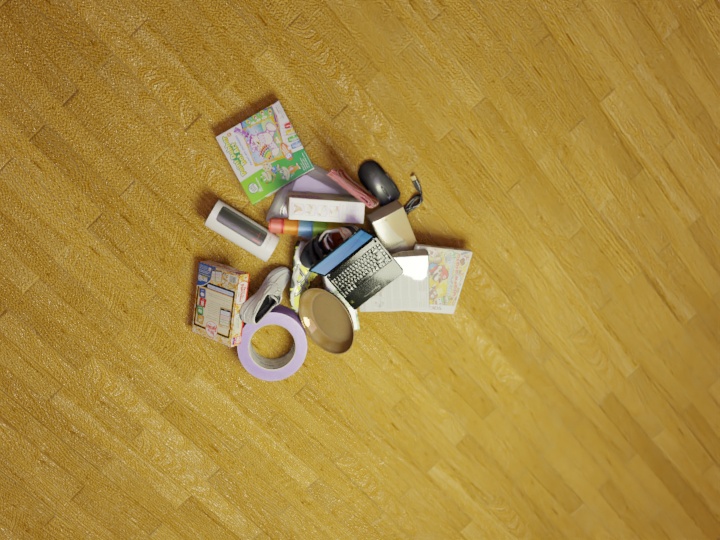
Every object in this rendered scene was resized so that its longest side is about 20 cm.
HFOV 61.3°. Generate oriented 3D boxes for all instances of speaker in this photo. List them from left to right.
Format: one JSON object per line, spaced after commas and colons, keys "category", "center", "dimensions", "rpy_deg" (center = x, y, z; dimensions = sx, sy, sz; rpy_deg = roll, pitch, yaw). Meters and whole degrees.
{"category": "speaker", "center": [-0.320, -0.106, 1.655], "dimensions": [0.198, 0.081, 0.082], "rpy_deg": [32, 97, -14]}

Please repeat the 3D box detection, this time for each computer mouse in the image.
{"category": "computer mouse", "center": [0.093, -0.235, 1.704], "dimensions": [0.139, 0.046, 0.202], "rpy_deg": [-34, 105, 2]}

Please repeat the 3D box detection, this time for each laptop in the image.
{"category": "laptop", "center": [-0.008, 0.001, 1.578], "dimensions": [0.176, 0.104, 0.201], "rpy_deg": [-36, 109, 12]}

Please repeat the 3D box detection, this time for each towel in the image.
{"category": "towel", "center": [-0.012, -0.217, 1.597], "dimensions": [0.143, 0.200, 0.023], "rpy_deg": [38, 101, 0]}

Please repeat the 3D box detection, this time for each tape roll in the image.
{"category": "tape roll", "center": [-0.251, 0.205, 1.736], "dimensions": [0.195, 0.085, 0.205], "rpy_deg": [-2, 103, -7]}

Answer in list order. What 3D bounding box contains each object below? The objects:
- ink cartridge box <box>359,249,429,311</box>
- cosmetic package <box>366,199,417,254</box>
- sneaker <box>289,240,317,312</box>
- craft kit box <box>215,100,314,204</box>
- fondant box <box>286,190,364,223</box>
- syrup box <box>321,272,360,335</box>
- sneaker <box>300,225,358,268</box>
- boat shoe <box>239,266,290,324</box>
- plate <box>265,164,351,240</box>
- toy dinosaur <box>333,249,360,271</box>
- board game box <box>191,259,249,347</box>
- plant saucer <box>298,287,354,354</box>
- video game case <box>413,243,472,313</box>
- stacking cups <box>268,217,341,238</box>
{"category": "ink cartridge box", "center": [0.091, 0.031, 1.677], "dimensions": [0.195, 0.047, 0.163], "rpy_deg": [-3, 113, 1]}
{"category": "cosmetic package", "center": [0.102, -0.081, 1.711], "dimensions": [0.104, 0.071, 0.202], "rpy_deg": [-27, 116, -2]}
{"category": "sneaker", "center": [-0.160, 0.022, 1.712], "dimensions": [0.075, 0.075, 0.204], "rpy_deg": [7, 103, -10]}
{"category": "craft kit box", "center": [-0.252, -0.312, 1.620], "dimensions": [0.195, 0.049, 0.202], "rpy_deg": [-30, 95, 2]}
{"category": "fondant box", "center": [-0.095, -0.169, 1.608], "dimensions": [0.195, 0.144, 0.060], "rpy_deg": [2, 104, -10]}
{"category": "syrup box", "center": [-0.060, 0.072, 1.734], "dimensions": [0.077, 0.081, 0.204], "rpy_deg": [-12, 103, -10]}
{"category": "sneaker", "center": [-0.097, -0.062, 1.601], "dimensions": [0.198, 0.079, 0.080], "rpy_deg": [-29, 86, 29]}
{"category": "boat shoe", "center": [-0.246, 0.073, 1.672], "dimensions": [0.201, 0.064, 0.074], "rpy_deg": [-54, 143, -26]}
{"category": "plate", "center": [-0.137, -0.187, 1.689], "dimensions": [0.197, 0.032, 0.202], "rpy_deg": [24, 98, -14]}
{"category": "toy dinosaur", "center": [0.000, 0.000, 1.681], "dimensions": [0.198, 0.058, 0.102], "rpy_deg": [30, 98, -25]}
{"category": "board game box", "center": [-0.386, 0.089, 1.666], "dimensions": [0.149, 0.046, 0.204], "rpy_deg": [17, 103, 27]}
{"category": "plant saucer", "center": [-0.086, 0.134, 1.673], "dimensions": [0.035, 0.198, 0.204], "rpy_deg": [-34, 111, -44]}
{"category": "video game case", "center": [0.214, 0.027, 1.739], "dimensions": [0.178, 0.023, 0.204], "rpy_deg": [5, 113, -22]}
{"category": "stacking cups", "center": [-0.150, -0.117, 1.655], "dimensions": [0.196, 0.061, 0.062], "rpy_deg": [4, 103, -10]}
